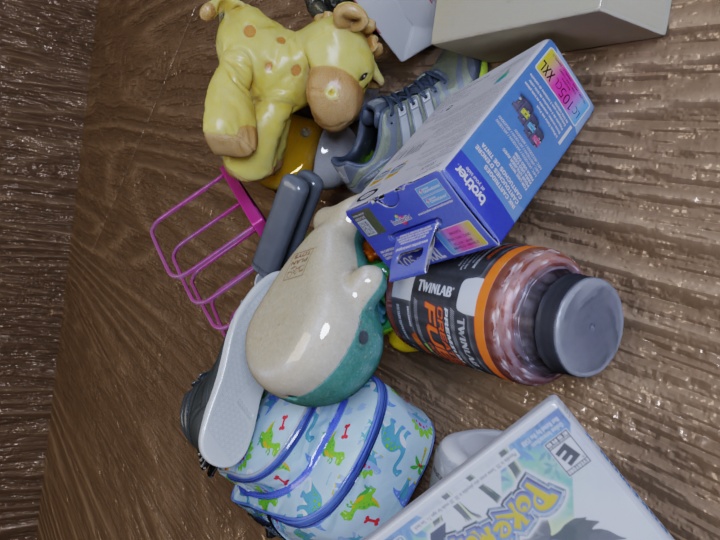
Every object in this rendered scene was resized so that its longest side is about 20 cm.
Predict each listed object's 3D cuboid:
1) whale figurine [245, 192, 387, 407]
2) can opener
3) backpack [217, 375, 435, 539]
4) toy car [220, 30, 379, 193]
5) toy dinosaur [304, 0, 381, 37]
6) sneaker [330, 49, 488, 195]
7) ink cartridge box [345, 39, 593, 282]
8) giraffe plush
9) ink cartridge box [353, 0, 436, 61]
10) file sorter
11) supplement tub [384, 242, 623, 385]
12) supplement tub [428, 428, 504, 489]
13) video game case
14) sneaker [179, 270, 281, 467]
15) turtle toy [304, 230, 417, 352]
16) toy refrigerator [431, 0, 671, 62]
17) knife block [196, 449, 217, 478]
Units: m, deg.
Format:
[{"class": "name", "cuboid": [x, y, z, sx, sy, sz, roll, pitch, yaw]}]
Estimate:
[{"class": "whale figurine", "cuboid": [-0.024, 0.029, 0.689, 0.158, 0.103, 0.202, -18, 46, 44]}, {"class": "can opener", "cuboid": [-0.078, -0.005, 0.801, 0.067, 0.053, 0.202, 35, 120, 19]}, {"class": "backpack", "cuboid": [-0.039, 0.181, 0.758, 0.199, 0.147, 0.184, -6, 49, 53]}, {"class": "toy car", "cuboid": [-0.071, -0.186, 0.916, 0.150, 0.173, 0.203, 40, -113, -79]}, {"class": "toy dinosaur", "cuboid": [-0.033, -0.293, 0.805, 0.077, 0.199, 0.103, -40, 58, 16]}, {"class": "sneaker", "cuboid": [0.049, -0.150, 0.726, 0.201, 0.081, 0.074, -57, 36, -1]}, {"class": "ink cartridge box", "cuboid": [0.078, -0.077, 0.600, 0.200, 0.077, 0.136, -48, 16, -28]}, {"class": "giraffe plush", "cuboid": [-0.058, -0.192, 0.750, 0.173, 0.160, 0.203, -56, -35, -76]}, {"class": "ink cartridge box", "cuboid": [0.022, -0.337, 0.787, 0.067, 0.116, 0.202, -26, 60, 20]}, {"class": "file sorter", "cuboid": [-0.145, 0.005, 0.917, 0.125, 0.201, 0.139, -34, 42, -3]}, {"class": "supplement tub", "cuboid": [0.111, 0.030, 0.607, 0.199, 0.106, 0.109, 10, 94, 59]}, {"class": "supplement tub", "cuboid": [0.100, 0.237, 0.578, 0.122, 0.121, 0.203, 21, 103, 58]}, {"class": "video game case", "cuboid": [0.110, 0.214, 0.498, 0.200, 0.022, 0.183, -41, 83, 15]}, {"class": "sneaker", "cuboid": [-0.127, 0.094, 0.760, 0.099, 0.070, 0.202, -13, 52, 57]}, {"class": "turtle toy", "cuboid": [0.000, 0.000, 0.800, 0.199, 0.100, 0.148, 15, 98, 58]}, {"class": "toy refrigerator", "cuboid": [0.148, -0.222, 0.613, 0.199, 0.075, 0.071, 14, 98, 59]}, {"class": "knife block", "cuboid": [-0.154, 0.216, 1.078, 0.198, 0.176, 0.064, -29, 50, 1]}]
